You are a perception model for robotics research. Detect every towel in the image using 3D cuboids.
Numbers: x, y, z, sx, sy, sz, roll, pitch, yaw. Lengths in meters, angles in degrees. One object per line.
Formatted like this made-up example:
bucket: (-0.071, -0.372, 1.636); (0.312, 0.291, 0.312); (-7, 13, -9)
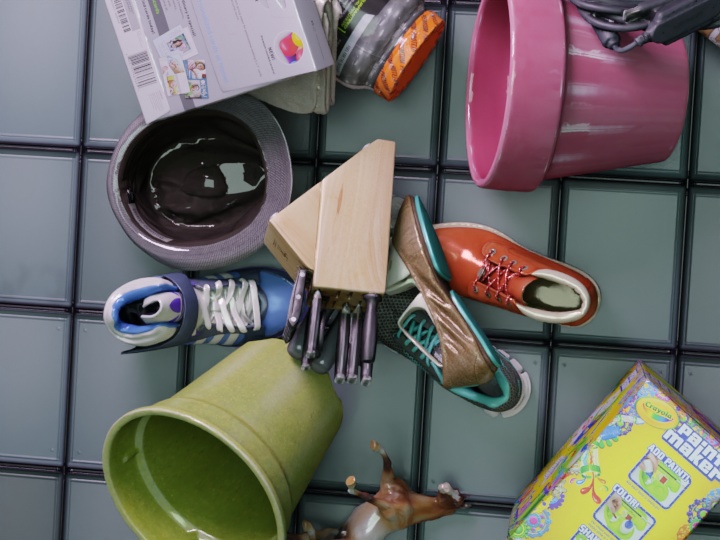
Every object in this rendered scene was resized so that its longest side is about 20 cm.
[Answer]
towel: (-0.110, -0.231, 1.550); (0.199, 0.034, 0.133); (21, 129, 20)

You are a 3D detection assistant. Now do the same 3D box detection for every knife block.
knife block: (0.000, 0.000, 1.522); (0.200, 0.064, 0.176); (-38, 82, -18)

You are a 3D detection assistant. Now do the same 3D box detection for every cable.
cable: (0.277, -0.276, 1.460); (0.199, 0.051, 0.163); (-30, 52, -9)

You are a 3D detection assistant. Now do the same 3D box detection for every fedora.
fedora: (-0.150, -0.090, 1.617); (0.199, 0.090, 0.178); (-16, 88, 14)

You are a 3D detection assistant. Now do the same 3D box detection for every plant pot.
plant pot: (0.204, -0.172, 1.527); (0.178, 0.200, 0.201); (3, 92, -8)
plant pot: (-0.115, 0.166, 1.554); (0.199, 0.184, 0.201); (16, 128, 22)

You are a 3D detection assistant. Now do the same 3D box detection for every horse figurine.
horse figurine: (-0.003, 0.252, 1.608); (0.200, 0.133, 0.050); (-41, 43, 7)

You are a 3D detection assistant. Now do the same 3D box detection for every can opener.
can opener: (-0.006, 0.011, 1.583); (0.052, 0.066, 0.201); (31, 68, -4)

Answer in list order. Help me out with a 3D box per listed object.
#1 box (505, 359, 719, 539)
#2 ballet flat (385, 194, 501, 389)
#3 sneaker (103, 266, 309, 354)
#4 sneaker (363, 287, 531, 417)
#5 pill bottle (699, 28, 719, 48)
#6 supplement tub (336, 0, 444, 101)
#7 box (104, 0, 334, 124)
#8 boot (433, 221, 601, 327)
box: (0.246, 0.200, 1.515); (0.122, 0.200, 0.193); (41, 97, 5)
ballet flat: (0.063, 0.025, 1.539); (0.072, 0.068, 0.201); (-28, 73, 10)
sneaker: (-0.153, 0.041, 1.593); (0.199, 0.146, 0.081); (-3, 91, 8)
sneaker: (0.081, 0.074, 1.589); (0.199, 0.091, 0.078); (32, 94, 6)
pill bottle: (0.407, -0.230, 1.525); (0.200, 0.114, 0.115); (39, 96, 5)
supplement tub: (-0.024, -0.261, 1.580); (0.200, 0.123, 0.123); (37, 96, 6)
box: (-0.138, -0.236, 1.503); (0.199, 0.041, 0.157); (-14, 99, 32)
boot: (0.137, 0.003, 1.574); (0.199, 0.107, 0.075); (17, 96, 9)
